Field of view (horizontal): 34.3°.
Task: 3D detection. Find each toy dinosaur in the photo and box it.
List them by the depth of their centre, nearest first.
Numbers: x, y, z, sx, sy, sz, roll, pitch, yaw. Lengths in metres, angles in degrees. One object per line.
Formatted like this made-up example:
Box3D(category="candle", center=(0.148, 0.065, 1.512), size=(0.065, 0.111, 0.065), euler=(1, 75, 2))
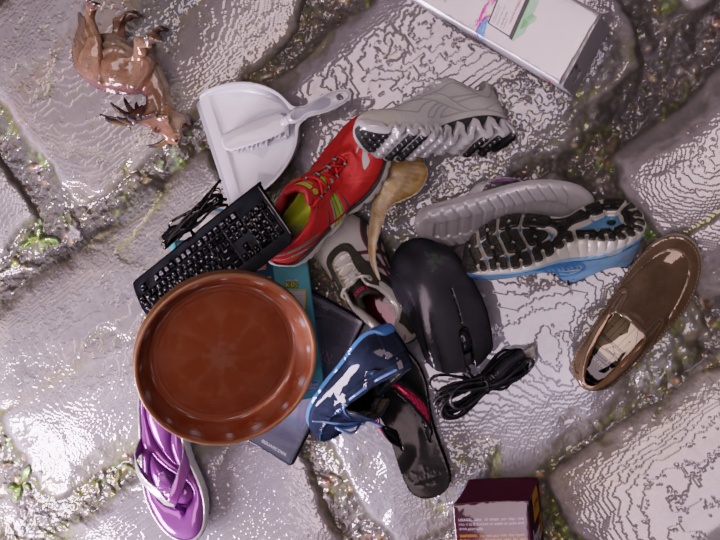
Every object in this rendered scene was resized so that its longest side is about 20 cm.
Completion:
Box3D(category="toy dinosaur", center=(0.026, -0.099, 1.309), size=(0.101, 0.058, 0.200), euler=(23, 80, 33))
Box3D(category="toy dinosaur", center=(-0.292, -0.239, 1.397), size=(0.200, 0.086, 0.136), euler=(30, 108, 17))

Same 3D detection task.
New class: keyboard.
Box3D(category="keyboard", center=(-0.175, -0.019, 1.258), size=(0.200, 0.040, 0.104), euler=(-37, 82, 19))

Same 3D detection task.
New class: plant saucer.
Box3D(category="plant saucer", center=(-0.147, 0.093, 1.264), size=(0.200, 0.032, 0.201), euler=(-6, 110, -16))

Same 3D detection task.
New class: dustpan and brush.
Box3D(category="dustpan and brush", center=(-0.096, -0.170, 1.356), size=(0.199, 0.057, 0.140), euler=(-18, 89, 16))

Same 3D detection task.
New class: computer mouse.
Box3D(category="computer mouse", center=(0.106, 0.050, 1.286), size=(0.138, 0.053, 0.200), euler=(-26, 86, -25))

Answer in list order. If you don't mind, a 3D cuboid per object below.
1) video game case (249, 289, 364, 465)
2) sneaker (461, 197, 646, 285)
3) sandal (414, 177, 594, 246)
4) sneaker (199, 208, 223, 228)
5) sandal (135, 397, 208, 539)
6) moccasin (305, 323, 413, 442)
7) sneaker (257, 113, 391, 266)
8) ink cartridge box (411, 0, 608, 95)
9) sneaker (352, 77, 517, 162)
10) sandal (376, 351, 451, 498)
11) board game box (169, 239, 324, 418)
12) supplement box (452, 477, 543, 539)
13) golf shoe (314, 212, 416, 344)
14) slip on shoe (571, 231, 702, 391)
Box3D(category="video game case", center=(-0.099, 0.113, 1.401), size=(0.143, 0.019, 0.200), euler=(29, 102, 11))
Box3D(category="sneaker", center=(0.210, -0.012, 1.266), size=(0.199, 0.090, 0.079), euler=(-8, 48, 6))
Box3D(category="sandal", center=(0.157, -0.076, 1.298), size=(0.202, 0.083, 0.050), euler=(-7, 50, 14))
Box3D(category="sneaker", center=(-0.186, 0.025, 1.376), size=(0.076, 0.081, 0.201), euler=(16, 97, 38))
Box3D(category="sandal", center=(-0.242, 0.237, 1.422), size=(0.082, 0.050, 0.203), euler=(-11, 93, 19))
Box3D(category="moccasin", center=(-0.005, 0.142, 1.294), size=(0.068, 0.080, 0.200), euler=(51, 142, 20))
Box3D(category="sneaker", center=(-0.039, -0.086, 1.267), size=(0.077, 0.085, 0.200), euler=(37, 94, 20))
Box3D(category="ink cartridge box", center=(0.156, -0.274, 1.236), size=(0.200, 0.145, 0.084), euler=(33, 102, 11))
Box3D(category="sneaker", center=(0.075, -0.166, 1.263), size=(0.075, 0.199, 0.081), euler=(-31, 69, 54))
Box3D(category="sandal", center=(0.050, 0.170, 1.349), size=(0.075, 0.045, 0.201), euler=(-23, 88, 17))
Box3D(category="board game box", center=(-0.129, 0.056, 1.336), size=(0.150, 0.047, 0.201), euler=(-8, 91, -17))
Box3D(category="supplement box", center=(0.161, 0.342, 1.299), size=(0.085, 0.110, 0.201), euler=(-5, 93, 15))
Box3D(category="golf shoe", center=(0.000, 0.000, 1.330), size=(0.077, 0.088, 0.200), euler=(-45, 81, 15))
Box3D(category="slip on shoe", center=(0.299, 0.048, 1.264), size=(0.076, 0.061, 0.200), euler=(40, 103, 8))
